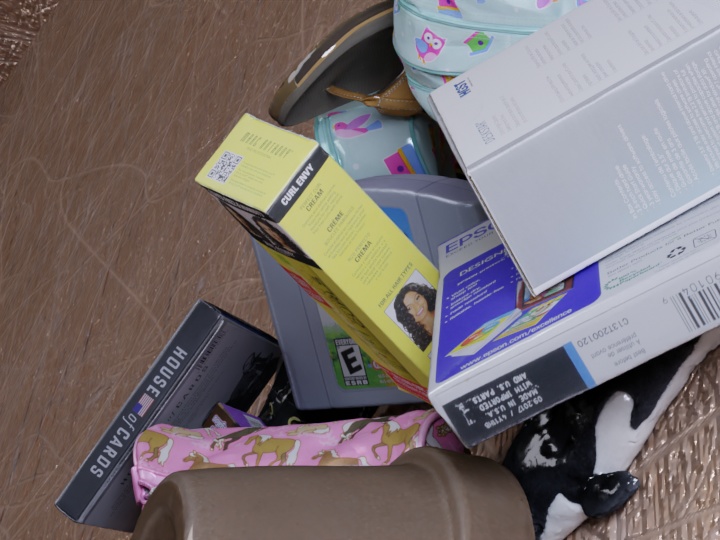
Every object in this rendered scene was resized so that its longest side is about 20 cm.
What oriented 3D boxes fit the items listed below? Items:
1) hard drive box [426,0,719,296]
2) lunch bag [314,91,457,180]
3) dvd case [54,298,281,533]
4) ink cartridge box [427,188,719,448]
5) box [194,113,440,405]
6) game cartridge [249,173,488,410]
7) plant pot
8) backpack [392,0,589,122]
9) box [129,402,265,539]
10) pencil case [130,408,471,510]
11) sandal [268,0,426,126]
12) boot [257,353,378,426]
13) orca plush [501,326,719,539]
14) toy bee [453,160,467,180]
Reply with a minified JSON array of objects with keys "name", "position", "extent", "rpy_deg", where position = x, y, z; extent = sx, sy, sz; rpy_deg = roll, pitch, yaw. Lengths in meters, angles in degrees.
[{"name":"hard drive box","position":[0.144,-0.088,1.515],"extent":[0.199,0.077,0.156],"rpy_deg":[-29,18,4]},{"name":"lunch bag","position":[0.024,-0.056,1.884],"extent":[0.077,0.161,0.200],"rpy_deg":[-13,28,8]},{"name":"dvd case","position":[-0.112,0.094,1.842],"extent":[0.151,0.025,0.200],"rpy_deg":[-55,-13,-1]},{"name":"ink cartridge box","position":[0.129,-0.006,1.514],"extent":[0.197,0.044,0.200],"rpy_deg":[-28,19,13]},{"name":"box","position":[0.000,0.000,1.616],"extent":[0.050,0.200,0.075],"rpy_deg":[-53,39,-11]},{"name":"game cartridge","position":[0.017,0.012,1.756],"extent":[0.199,0.040,0.134],"rpy_deg":[-7,97,47]},{"name":"plant pot","position":[-0.027,0.177,1.530],"extent":[0.200,0.174,0.202],"rpy_deg":[-167,90,-70]},{"name":"backpack","position":[0.116,-0.153,1.676],"extent":[0.167,0.199,0.127],"rpy_deg":[-103,7,-70]},{"name":"box","position":[-0.065,0.189,1.792],"extent":[0.137,0.039,0.200],"rpy_deg":[-57,41,11]},{"name":"pencil case","position":[-0.031,0.121,1.706],"extent":[0.199,0.083,0.087],"rpy_deg":[-5,41,23]},{"name":"sandal","position":[0.038,-0.121,1.775],"extent":[0.055,0.199,0.082],"rpy_deg":[58,143,24]},{"name":"boot","position":[-0.039,0.137,1.881],"extent":[0.154,0.073,0.204],"rpy_deg":[-81,17,-46]},{"name":"orca plush","position":[0.118,0.063,1.534],"extent":[0.200,0.071,0.106],"rpy_deg":[-46,22,42]},{"name":"toy bee","position":[0.099,-0.090,1.784],"extent":[0.200,0.108,0.131],"rpy_deg":[-41,23,49]}]
